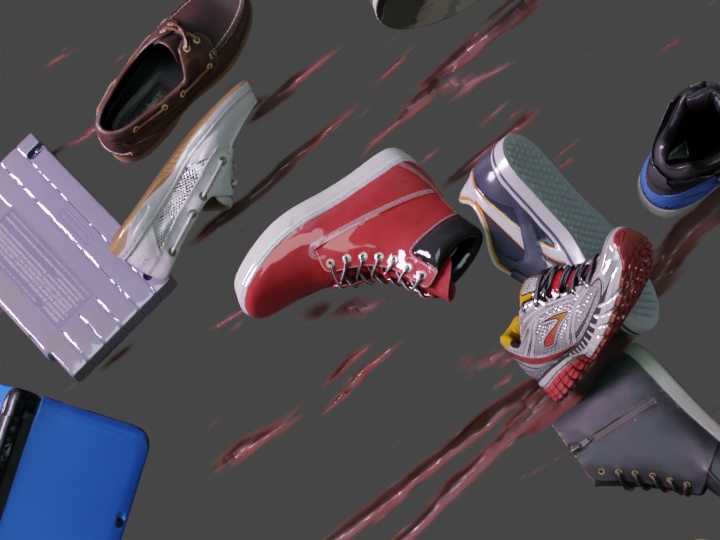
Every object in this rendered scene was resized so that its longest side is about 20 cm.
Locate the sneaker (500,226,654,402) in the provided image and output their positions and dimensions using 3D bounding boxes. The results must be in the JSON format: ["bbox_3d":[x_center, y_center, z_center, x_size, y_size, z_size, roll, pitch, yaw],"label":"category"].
[{"bbox_3d":[0.164,0.030,1.021,0.082,0.201,0.078,36,53,8],"label":"sneaker"}]

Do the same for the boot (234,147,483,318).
[{"bbox_3d":[0.000,0.000,1.095,0.199,0.073,0.145,-37,56,-6],"label":"boot"}]

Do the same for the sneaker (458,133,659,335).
[{"bbox_3d":[0.166,-0.018,1.101,0.201,0.078,0.079,50,130,2],"label":"sneaker"}]

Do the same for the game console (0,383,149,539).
[{"bbox_3d":[-0.302,0.209,1.121,0.169,0.118,0.202,6,73,40],"label":"game console"}]

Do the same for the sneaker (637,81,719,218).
[{"bbox_3d":[0.318,-0.132,1.091,0.199,0.111,0.077,-38,75,-4],"label":"sneaker"}]

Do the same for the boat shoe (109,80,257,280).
[{"bbox_3d":[-0.142,-0.078,1.156,0.069,0.071,0.201,37,71,-11],"label":"boat shoe"}]

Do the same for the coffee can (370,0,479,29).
[{"bbox_3d":[0.039,-0.341,1.159,0.145,0.146,0.202,-25,74,-1],"label":"coffee can"}]

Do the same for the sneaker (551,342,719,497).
[{"bbox_3d":[0.252,0.166,1.049,0.106,0.075,0.200,-42,66,0],"label":"sneaker"}]

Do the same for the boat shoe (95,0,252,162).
[{"bbox_3d":[-0.168,-0.188,1.183,0.070,0.070,0.201,31,79,14],"label":"boat shoe"}]

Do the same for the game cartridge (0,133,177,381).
[{"bbox_3d":[-0.275,-0.012,1.168,0.130,0.038,0.200,-45,76,-2],"label":"game cartridge"}]
